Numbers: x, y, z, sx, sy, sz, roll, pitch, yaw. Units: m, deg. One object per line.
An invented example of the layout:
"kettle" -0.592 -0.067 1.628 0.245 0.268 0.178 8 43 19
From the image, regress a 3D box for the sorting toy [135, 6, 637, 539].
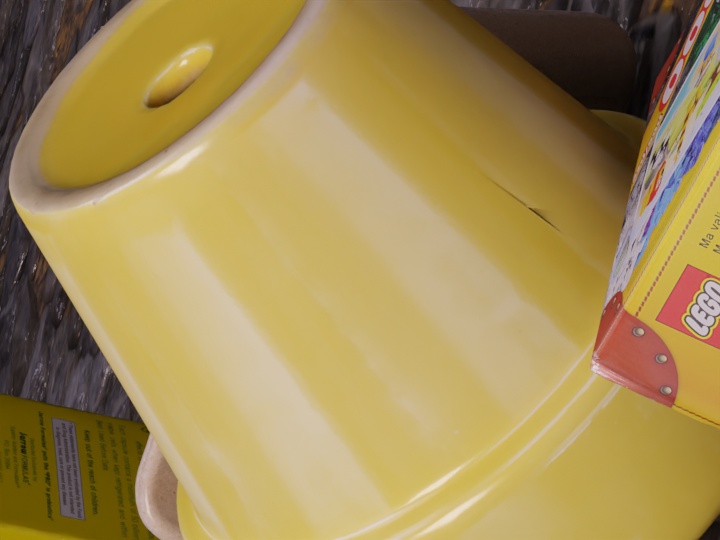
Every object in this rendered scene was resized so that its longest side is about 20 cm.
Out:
"sorting toy" 0.008 -0.002 1.096 0.036 0.185 0.201 31 113 39

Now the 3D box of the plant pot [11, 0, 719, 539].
"plant pot" 0.000 0.000 0.925 0.200 0.189 0.201 -33 26 19

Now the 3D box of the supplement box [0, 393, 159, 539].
"supplement box" -0.105 0.138 1.313 0.110 0.199 0.109 -106 33 -59

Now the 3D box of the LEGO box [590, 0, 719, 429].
"LEGO box" 0.143 -0.071 0.795 0.149 0.077 0.200 -71 5 -52
